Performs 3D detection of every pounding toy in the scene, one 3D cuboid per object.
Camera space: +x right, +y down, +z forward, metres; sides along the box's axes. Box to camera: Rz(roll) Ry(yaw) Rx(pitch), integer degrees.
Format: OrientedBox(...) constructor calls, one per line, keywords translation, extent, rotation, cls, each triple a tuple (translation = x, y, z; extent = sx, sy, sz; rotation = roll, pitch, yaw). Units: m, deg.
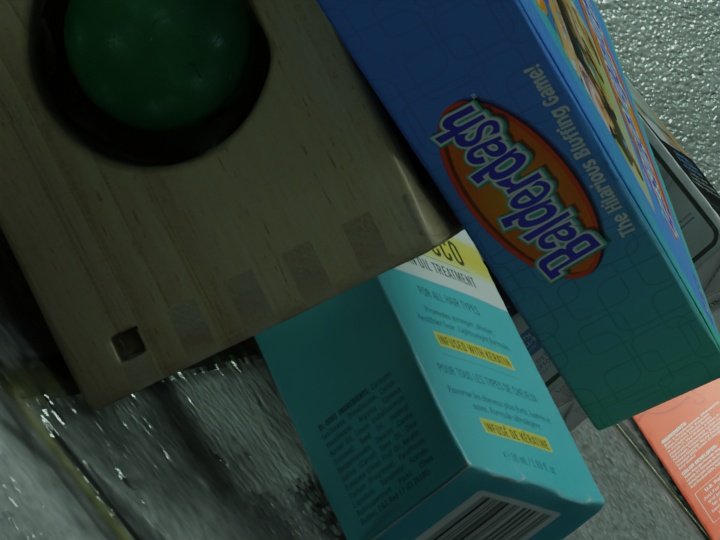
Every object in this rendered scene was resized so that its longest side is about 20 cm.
OrientedBox(translation=(-0.072, -0.065, 0.766), extent=(0.185, 0.142, 0.200), rotation=(64, 11, -1), cls="pounding toy")

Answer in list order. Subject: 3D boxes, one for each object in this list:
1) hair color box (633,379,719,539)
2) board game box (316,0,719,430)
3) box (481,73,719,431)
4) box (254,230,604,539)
OrientedBox(translation=(0.210, 0.107, 1.600), extent=(0.101, 0.061, 0.200), rotation=(41, 12, -40), cls="hair color box")
OrientedBox(translation=(0.028, -0.074, 0.765), extent=(0.200, 0.045, 0.153), rotation=(54, 15, -43), cls="board game box")
OrientedBox(translation=(0.043, -0.046, 1.064), extent=(0.200, 0.116, 0.060), rotation=(55, 13, 20), cls="box")
OrientedBox(translation=(0.000, 0.000, 0.915), extent=(0.082, 0.049, 0.201), rotation=(20, 38, -52), cls="box")
